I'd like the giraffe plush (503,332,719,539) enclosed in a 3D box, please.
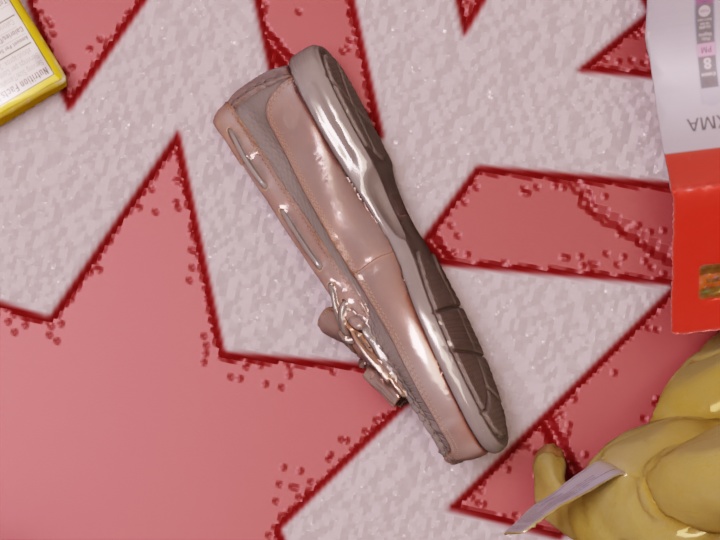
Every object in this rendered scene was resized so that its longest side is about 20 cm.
[{"bbox_3d":[0.180,0.127,1.208,0.200,0.173,0.162,-30,102,-7],"label":"giraffe plush"}]

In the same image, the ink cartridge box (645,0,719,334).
[{"bbox_3d":[0.204,-0.081,1.211,0.162,0.057,0.200,-7,59,23],"label":"ink cartridge box"}]

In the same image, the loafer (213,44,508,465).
[{"bbox_3d":[0.000,0.000,1.252,0.063,0.072,0.200,-27,80,12],"label":"loafer"}]

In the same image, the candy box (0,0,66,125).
[{"bbox_3d":[-0.242,-0.077,1.260,0.200,0.026,0.102,-30,89,-5],"label":"candy box"}]
